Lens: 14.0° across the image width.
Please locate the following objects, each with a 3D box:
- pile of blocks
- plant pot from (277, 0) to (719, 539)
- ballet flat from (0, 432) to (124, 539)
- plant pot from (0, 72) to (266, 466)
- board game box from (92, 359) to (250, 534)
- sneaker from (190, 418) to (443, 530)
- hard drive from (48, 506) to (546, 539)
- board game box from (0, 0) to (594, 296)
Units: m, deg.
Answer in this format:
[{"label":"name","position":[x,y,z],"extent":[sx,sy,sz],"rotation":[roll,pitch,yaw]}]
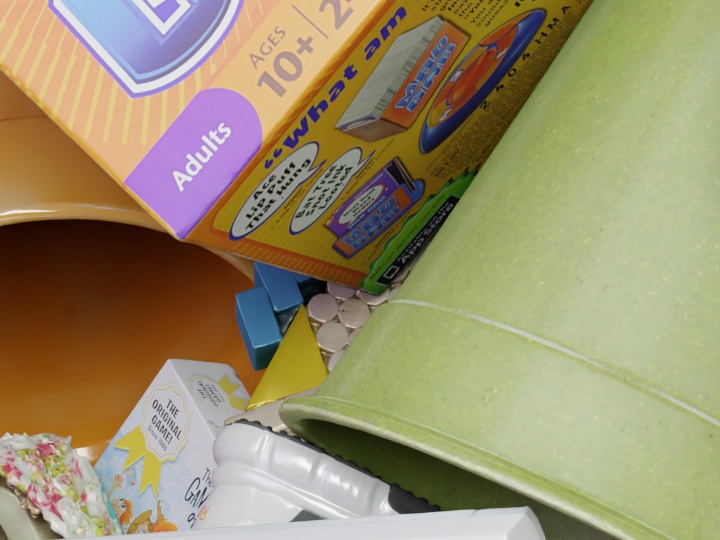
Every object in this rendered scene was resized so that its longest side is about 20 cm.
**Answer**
[{"label":"pile of blocks","position":[0.000,0.000,1.092],"extent":[0.082,0.062,0.200],"rotation":[30,69,11]},{"label":"plant pot","position":[0.102,0.006,0.970],"extent":[0.199,0.200,0.191],"rotation":[16,76,44]},{"label":"ballet flat","position":[-0.102,0.140,1.062],"extent":[0.076,0.064,0.200],"rotation":[-56,49,26]},{"label":"plant pot","position":[-0.130,-0.015,1.179],"extent":[0.200,0.200,0.184],"rotation":[-41,39,27]},{"label":"board game box","position":[-0.051,0.151,1.077],"extent":[0.135,0.034,0.200],"rotation":[-54,50,27]},{"label":"sneaker","position":[0.030,0.124,0.985],"extent":[0.199,0.074,0.080],"rotation":[22,77,13]},{"label":"hard drive","position":[-0.016,0.143,0.942],"extent":[0.199,0.027,0.133],"rotation":[-7,111,33]},{"label":"board game box","position":[-0.028,-0.138,0.974],"extent":[0.200,0.200,0.200],"rotation":[43,98,16]}]
